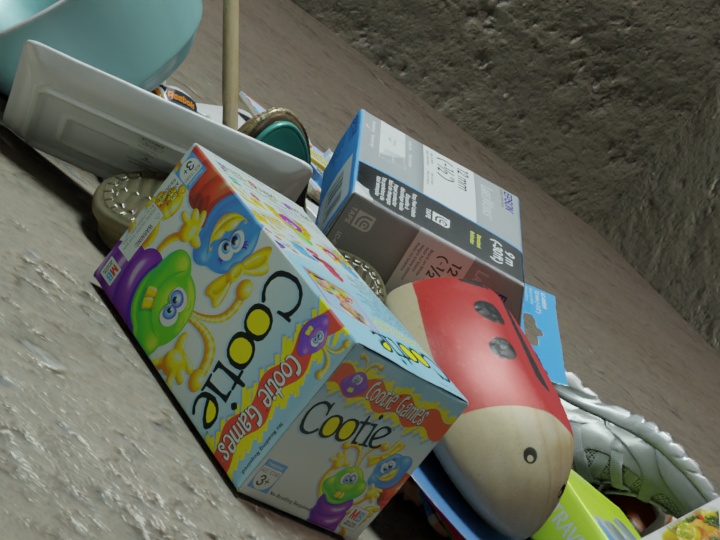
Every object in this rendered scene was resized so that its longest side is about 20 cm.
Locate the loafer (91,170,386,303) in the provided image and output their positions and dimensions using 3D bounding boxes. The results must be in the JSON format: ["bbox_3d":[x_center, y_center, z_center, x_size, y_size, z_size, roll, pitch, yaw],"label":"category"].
[{"bbox_3d":[-0.083,0.003,1.228,0.198,0.068,0.076,25,37,-4],"label":"loafer"}]

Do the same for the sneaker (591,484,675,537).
[{"bbox_3d":[0.167,0.141,1.429,0.200,0.078,0.080,46,-18,29],"label":"sneaker"}]

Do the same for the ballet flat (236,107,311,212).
[{"bbox_3d":[-0.070,-0.055,1.335,0.066,0.070,0.201,57,-19,33],"label":"ballet flat"}]

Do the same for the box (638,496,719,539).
[{"bbox_3d":[0.165,0.184,1.127,0.199,0.042,0.039,-20,52,-38],"label":"box"}]

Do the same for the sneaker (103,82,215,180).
[{"bbox_3d":[-0.138,-0.080,1.357,0.078,0.080,0.200,31,15,-46],"label":"sneaker"}]

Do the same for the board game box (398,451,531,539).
[{"bbox_3d":[0.049,0.142,1.192,0.158,0.039,0.200,46,10,-15],"label":"board game box"}]

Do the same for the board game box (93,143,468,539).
[{"bbox_3d":[-0.049,0.038,1.081,0.105,0.103,0.200,30,13,-44],"label":"board game box"}]

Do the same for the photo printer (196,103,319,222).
[{"bbox_3d":[-0.074,-0.060,1.532,0.166,0.070,0.200,42,10,8],"label":"photo printer"}]

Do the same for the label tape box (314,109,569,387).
[{"bbox_3d":[0.068,-0.016,1.330,0.199,0.066,0.144,27,25,-10],"label":"label tape box"}]

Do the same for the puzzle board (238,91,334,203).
[{"bbox_3d":[-0.006,-0.062,1.556,0.200,0.017,0.151,36,13,-43],"label":"puzzle board"}]

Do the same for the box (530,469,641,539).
[{"bbox_3d":[0.174,0.216,1.213,0.122,0.048,0.201,40,13,-51],"label":"box"}]

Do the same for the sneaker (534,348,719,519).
[{"bbox_3d":[0.164,0.132,1.347,0.199,0.082,0.075,33,-6,18],"label":"sneaker"}]

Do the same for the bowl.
[{"bbox_3d":[-0.189,-0.179,1.348,0.105,0.200,0.201,57,1,-28],"label":"bowl"}]

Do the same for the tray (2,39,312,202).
[{"bbox_3d":[-0.136,-0.075,1.245,0.198,0.022,0.108,24,-32,-7],"label":"tray"}]

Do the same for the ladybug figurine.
[{"bbox_3d":[0.076,0.073,1.188,0.136,0.072,0.201,45,15,-45],"label":"ladybug figurine"}]

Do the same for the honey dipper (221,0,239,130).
[{"bbox_3d":[-0.094,-0.123,1.405,0.037,0.203,0.038,2,7,0],"label":"honey dipper"}]
